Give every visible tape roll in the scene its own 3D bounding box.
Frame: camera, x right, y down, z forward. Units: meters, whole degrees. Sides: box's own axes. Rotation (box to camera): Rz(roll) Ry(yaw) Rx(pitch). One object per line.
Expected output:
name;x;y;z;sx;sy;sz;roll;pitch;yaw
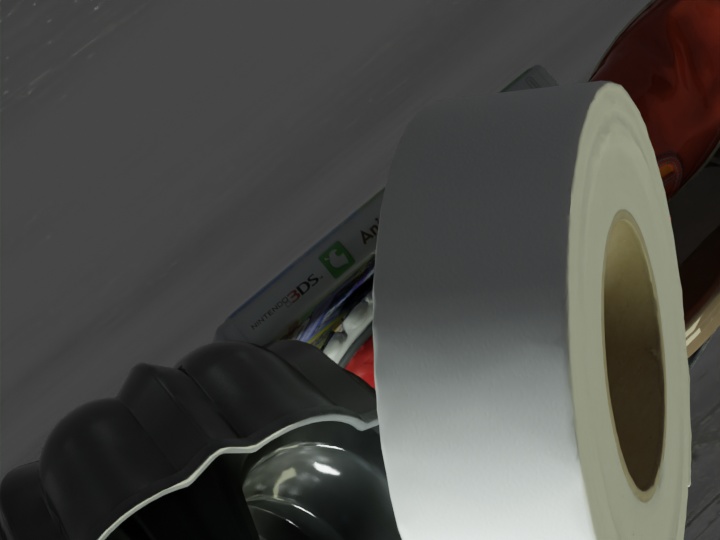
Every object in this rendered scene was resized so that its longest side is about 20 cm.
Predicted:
tape roll;0.070;0.034;0.686;0.070;0.205;0.202;-5;-174;20

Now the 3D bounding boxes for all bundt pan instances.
bundt pan;-0.062;0.107;0.697;0.200;0.076;0.203;-24;139;-23

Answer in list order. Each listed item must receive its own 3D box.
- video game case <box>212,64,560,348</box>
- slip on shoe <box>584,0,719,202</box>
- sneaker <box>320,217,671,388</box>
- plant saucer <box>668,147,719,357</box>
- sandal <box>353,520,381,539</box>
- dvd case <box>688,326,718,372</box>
video game case;0.000;0.000;0.842;0.182;0.022;0.200;-40;174;-16
slip on shoe;0.122;-0.059;0.878;0.200;0.074;0.061;-50;170;-1
sneaker;0.054;0.021;0.815;0.200;0.085;0.077;-43;173;9
plant saucer;0.121;0.001;0.920;0.199;0.029;0.201;-33;-151;20
sandal;0.013;0.122;0.792;0.202;0.057;0.080;-62;167;16
dvd case;0.188;0.052;1.270;0.201;0.016;0.148;-52;-162;-21
